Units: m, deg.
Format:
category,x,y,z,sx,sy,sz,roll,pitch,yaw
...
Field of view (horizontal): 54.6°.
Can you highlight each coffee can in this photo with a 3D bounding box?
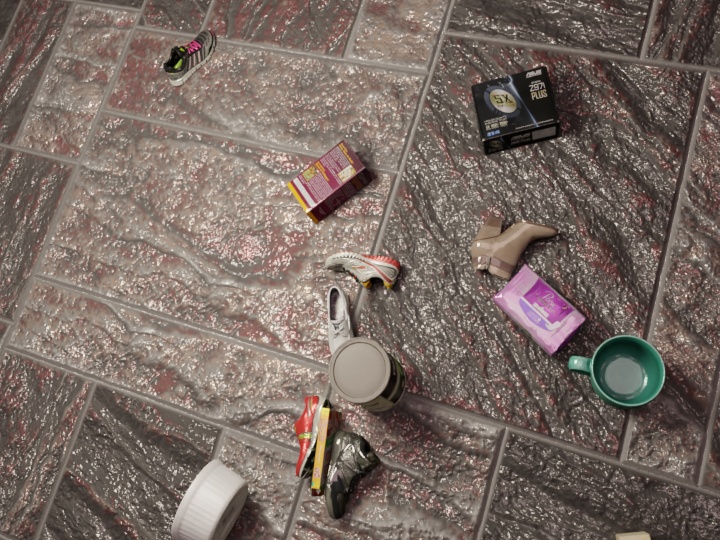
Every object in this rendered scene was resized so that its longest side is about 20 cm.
category,x,y,z,sx,sy,sz,roll,pitch,yaw
coffee can,0.020,0.248,1.642,0.144,0.200,0.149,-4,73,13

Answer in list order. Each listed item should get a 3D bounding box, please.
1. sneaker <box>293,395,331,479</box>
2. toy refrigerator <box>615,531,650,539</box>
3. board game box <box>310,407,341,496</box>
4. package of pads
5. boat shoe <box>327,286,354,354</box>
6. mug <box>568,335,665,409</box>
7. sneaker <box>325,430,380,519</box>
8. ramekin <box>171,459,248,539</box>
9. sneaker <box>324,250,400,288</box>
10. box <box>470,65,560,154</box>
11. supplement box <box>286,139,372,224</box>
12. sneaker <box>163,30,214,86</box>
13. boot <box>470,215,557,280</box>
category,x,y,z,sx,sy,sz,roll,pitch,yaw
sneaker,-0.128,0.407,1.714,0.084,0.077,0.203,4,68,27
toy refrigerator,0.586,0.651,1.442,0.069,0.076,0.203,-9,71,12
board game box,-0.082,0.436,1.670,0.030,0.096,0.203,5,76,18
package of pads,0.421,0.092,1.648,0.121,0.076,0.200,-45,68,0
boat shoe,-0.052,0.137,1.764,0.071,0.069,0.203,-4,73,13
mug,0.574,0.219,1.550,0.185,0.114,0.152,42,88,22
sneaker,-0.019,0.487,1.650,0.113,0.076,0.202,3,69,22
ramekin,-0.350,0.563,1.656,0.097,0.201,0.203,25,81,12
sneaker,0.000,0.000,1.786,0.197,0.078,0.083,8,77,17
box,0.397,-0.410,1.796,0.197,0.086,0.166,-11,71,12
supplement box,-0.082,-0.237,1.872,0.199,0.086,0.111,-37,68,2
sneaker,-0.520,-0.654,2.110,0.074,0.087,0.200,40,87,21
boot,0.372,-0.050,1.714,0.197,0.070,0.149,11,83,19
